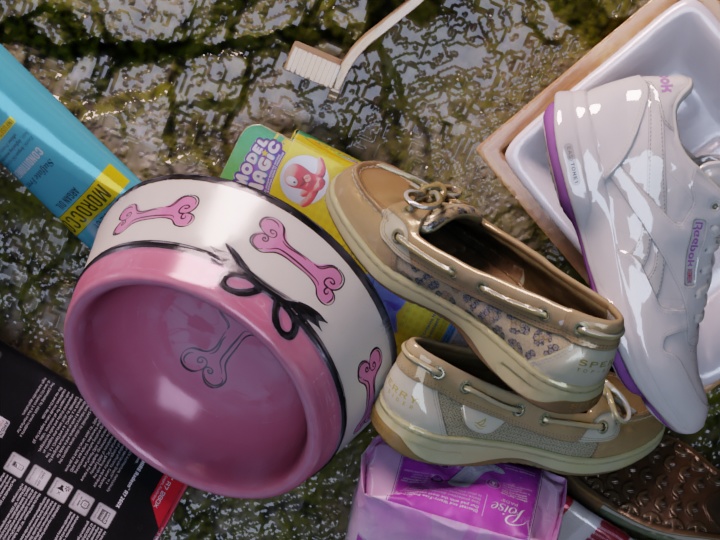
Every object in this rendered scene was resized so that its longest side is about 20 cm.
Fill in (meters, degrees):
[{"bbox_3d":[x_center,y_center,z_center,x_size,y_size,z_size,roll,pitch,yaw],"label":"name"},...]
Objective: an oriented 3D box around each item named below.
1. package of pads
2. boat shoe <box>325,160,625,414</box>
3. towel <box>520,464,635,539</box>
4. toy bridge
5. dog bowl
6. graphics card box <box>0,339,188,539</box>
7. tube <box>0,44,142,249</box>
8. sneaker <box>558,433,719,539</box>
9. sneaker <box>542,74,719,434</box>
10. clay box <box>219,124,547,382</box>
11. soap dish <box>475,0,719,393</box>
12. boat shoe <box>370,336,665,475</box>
[{"bbox_3d":[0.043,0.198,1.024,0.120,0.076,0.201,15,124,6],"label":"package of pads"},{"bbox_3d":[0.063,-0.007,0.931,0.200,0.073,0.063,39,129,25],"label":"boat shoe"},{"bbox_3d":[0.125,0.205,1.063,0.199,0.023,0.144,35,125,-6],"label":"towel"},{"bbox_3d":[0.020,-0.191,0.993,0.067,0.027,0.201,21,104,-3],"label":"toy bridge"},{"bbox_3d":[-0.083,0.047,0.984,0.199,0.074,0.201,16,134,17],"label":"dog bowl"},{"bbox_3d":[-0.212,0.121,1.040,0.199,0.051,0.126,31,67,-6],"label":"graphics card box"},{"bbox_3d":[-0.189,-0.075,1.023,0.200,0.050,0.077,44,143,-8],"label":"tube"},{"bbox_3d":[0.214,0.163,1.047,0.199,0.067,0.090,16,143,19],"label":"sneaker"},{"bbox_3d":[0.167,-0.009,0.921,0.099,0.075,0.201,-16,102,9],"label":"sneaker"},{"bbox_3d":[0.000,0.000,1.030,0.199,0.048,0.115,28,103,-3],"label":"clay box"},{"bbox_3d":[0.189,-0.048,0.991,0.157,0.081,0.200,-40,99,11],"label":"soap dish"},{"bbox_3d":[0.101,0.072,0.993,0.199,0.073,0.063,5,119,-28],"label":"boat shoe"}]
